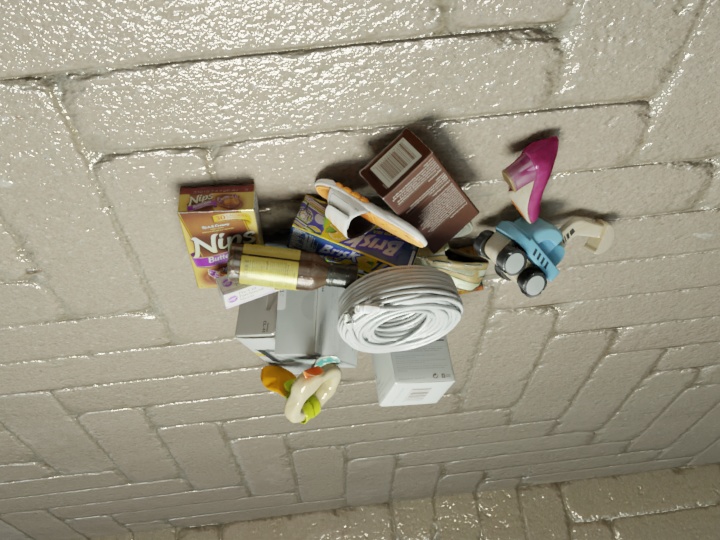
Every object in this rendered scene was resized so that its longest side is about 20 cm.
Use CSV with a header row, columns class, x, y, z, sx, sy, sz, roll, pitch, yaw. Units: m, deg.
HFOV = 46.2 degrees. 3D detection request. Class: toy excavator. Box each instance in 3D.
class,x,y,z,sx,sy,sz,roll,pitch,yaw
toy excavator,0.328,-0.048,1.457,0.200,0.100,0.194,-47,122,1

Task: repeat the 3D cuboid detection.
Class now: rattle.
class,x,y,z,sx,sy,sz,roll,pitch,yaw
rattle,-0.108,0.167,1.449,0.130,0.143,0.200,-29,154,-9

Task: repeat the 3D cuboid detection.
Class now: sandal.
class,x,y,z,sx,sy,sz,roll,pitch,yaw
sandal,-0.118,-0.047,1.427,0.199,0.043,0.076,2,145,3
sandal,0.002,-0.072,1.262,0.206,0.059,0.079,30,172,26

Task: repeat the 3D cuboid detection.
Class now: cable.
class,x,y,z,sx,sy,sz,roll,pitch,yaw
cable,0.060,0.065,1.330,0.199,0.069,0.200,-9,152,-10

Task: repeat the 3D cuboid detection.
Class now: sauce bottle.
class,x,y,z,sx,sy,sz,roll,pitch,yaw
sauce bottle,-0.104,-0.001,1.302,0.199,0.065,0.065,9,150,-5

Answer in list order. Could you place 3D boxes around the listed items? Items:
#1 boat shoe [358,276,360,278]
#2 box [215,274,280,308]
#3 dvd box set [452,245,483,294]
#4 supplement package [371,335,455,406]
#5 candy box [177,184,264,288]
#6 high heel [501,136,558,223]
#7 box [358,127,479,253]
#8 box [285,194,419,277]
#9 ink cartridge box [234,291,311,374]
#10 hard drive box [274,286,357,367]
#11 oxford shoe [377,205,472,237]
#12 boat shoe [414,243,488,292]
class,x,y,z,sx,sy,sz,roll,pitch,yaw
boat shoe,0.000,0.000,1.473,0.056,0.069,0.200,-13,166,-8
box,-0.131,0.005,1.360,0.200,0.039,0.041,-19,144,-16
dvd box set,0.129,0.015,1.602,0.199,0.029,0.146,-11,152,6
supplement package,0.087,0.135,1.564,0.117,0.200,0.117,-1,151,-15
candy box,-0.215,-0.050,1.340,0.116,0.057,0.200,-3,142,-1
high heel,0.281,-0.142,1.336,0.096,0.067,0.200,-36,150,4
box,0.093,-0.116,1.273,0.100,0.075,0.200,-43,143,4
box,-0.011,-0.042,1.340,0.200,0.070,0.064,22,146,-2
ink cartridge box,-0.143,0.090,1.546,0.085,0.148,0.200,-5,153,20
hard drive box,-0.072,0.085,1.502,0.077,0.156,0.200,-2,166,21
oxford shoe,0.096,-0.067,1.416,0.199,0.058,0.075,3,149,-21
boat shoe,0.131,-0.029,1.483,0.199,0.072,0.076,15,125,-19
